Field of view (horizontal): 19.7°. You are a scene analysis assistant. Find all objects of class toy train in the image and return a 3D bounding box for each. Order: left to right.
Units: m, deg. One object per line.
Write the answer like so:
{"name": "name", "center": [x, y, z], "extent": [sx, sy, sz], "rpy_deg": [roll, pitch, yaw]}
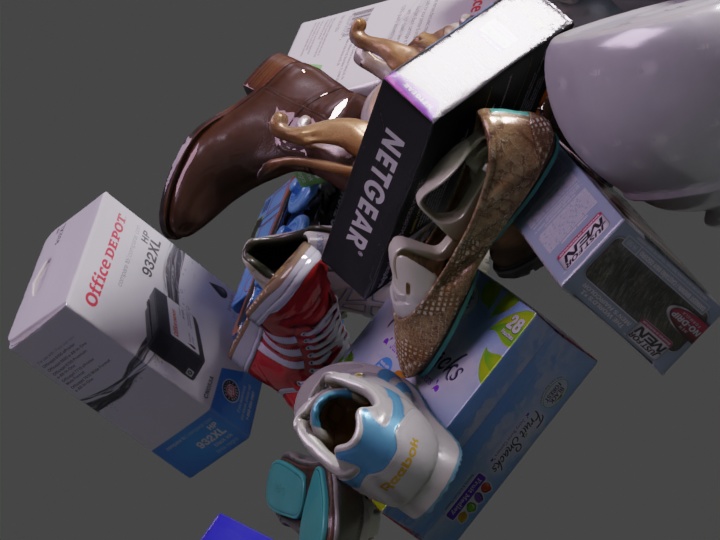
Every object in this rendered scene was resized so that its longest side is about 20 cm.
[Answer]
{"name": "toy train", "center": [-0.053, 0.002, 1.748], "extent": [0.114, 0.087, 0.200], "rpy_deg": [-38, 26, 48]}

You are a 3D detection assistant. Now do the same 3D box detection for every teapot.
{"name": "teapot", "center": [0.219, -0.099, 1.320], "extent": [0.197, 0.146, 0.200], "rpy_deg": [-11, 8, 29]}

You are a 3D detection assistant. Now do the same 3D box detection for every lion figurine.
{"name": "lion figurine", "center": [0.024, -0.116, 1.515], "extent": [0.200, 0.122, 0.073], "rpy_deg": [-54, -18, -23]}

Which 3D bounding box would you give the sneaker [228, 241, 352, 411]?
{"name": "sneaker", "center": [-0.030, 0.055, 1.546], "extent": [0.071, 0.112, 0.200], "rpy_deg": [-47, -6, -23]}

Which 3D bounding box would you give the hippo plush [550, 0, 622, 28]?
{"name": "hippo plush", "center": [0.183, -0.278, 1.606], "extent": [0.161, 0.200, 0.159], "rpy_deg": [-40, 46, 5]}

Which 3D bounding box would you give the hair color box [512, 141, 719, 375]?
{"name": "hair color box", "center": [0.156, -0.020, 1.368], "extent": [0.061, 0.099, 0.200], "rpy_deg": [-47, 24, 9]}

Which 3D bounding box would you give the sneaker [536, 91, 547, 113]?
{"name": "sneaker", "center": [0.118, -0.094, 1.598], "extent": [0.200, 0.078, 0.077], "rpy_deg": [-44, -2, 26]}

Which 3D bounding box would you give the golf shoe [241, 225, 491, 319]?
{"name": "golf shoe", "center": [0.000, 0.000, 1.579], "extent": [0.200, 0.097, 0.078], "rpy_deg": [-5, 69, 31]}

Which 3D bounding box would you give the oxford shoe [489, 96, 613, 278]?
{"name": "oxford shoe", "center": [0.148, -0.085, 1.501], "extent": [0.200, 0.084, 0.073], "rpy_deg": [-54, 25, -3]}

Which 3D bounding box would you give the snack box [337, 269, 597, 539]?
{"name": "snack box", "center": [0.055, 0.082, 1.442], "extent": [0.169, 0.068, 0.200], "rpy_deg": [-52, 25, 2]}

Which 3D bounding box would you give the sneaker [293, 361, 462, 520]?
{"name": "sneaker", "center": [-0.004, 0.094, 1.352], "extent": [0.077, 0.081, 0.200], "rpy_deg": [-58, 23, -2]}

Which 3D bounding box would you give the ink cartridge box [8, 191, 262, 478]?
{"name": "ink cartridge box", "center": [-0.180, 0.054, 1.745], "extent": [0.084, 0.200, 0.145], "rpy_deg": [-35, 28, 34]}

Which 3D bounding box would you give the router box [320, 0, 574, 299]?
{"name": "router box", "center": [0.058, -0.087, 1.425], "extent": [0.149, 0.051, 0.200], "rpy_deg": [-37, -20, -34]}

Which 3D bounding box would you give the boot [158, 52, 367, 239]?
{"name": "boot", "center": [-0.035, -0.069, 1.583], "extent": [0.200, 0.064, 0.187], "rpy_deg": [27, 75, 32]}

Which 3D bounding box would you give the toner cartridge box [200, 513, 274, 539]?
{"name": "toner cartridge box", "center": [-0.077, 0.240, 1.484], "extent": [0.095, 0.043, 0.200], "rpy_deg": [-56, 23, -10]}

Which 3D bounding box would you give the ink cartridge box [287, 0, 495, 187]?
{"name": "ink cartridge box", "center": [0.038, -0.160, 1.711], "extent": [0.200, 0.084, 0.146], "rpy_deg": [-12, 33, 24]}

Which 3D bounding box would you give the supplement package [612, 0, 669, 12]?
{"name": "supplement package", "center": [0.275, -0.254, 1.468], "extent": [0.117, 0.117, 0.200], "rpy_deg": [-11, 45, 52]}

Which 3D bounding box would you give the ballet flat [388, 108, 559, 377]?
{"name": "ballet flat", "center": [0.057, -0.023, 1.368], "extent": [0.200, 0.065, 0.071], "rpy_deg": [-62, 20, 15]}

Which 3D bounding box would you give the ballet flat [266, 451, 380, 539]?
{"name": "ballet flat", "center": [-0.017, 0.164, 1.441], "extent": [0.200, 0.064, 0.068], "rpy_deg": [-157, 78, -76]}
